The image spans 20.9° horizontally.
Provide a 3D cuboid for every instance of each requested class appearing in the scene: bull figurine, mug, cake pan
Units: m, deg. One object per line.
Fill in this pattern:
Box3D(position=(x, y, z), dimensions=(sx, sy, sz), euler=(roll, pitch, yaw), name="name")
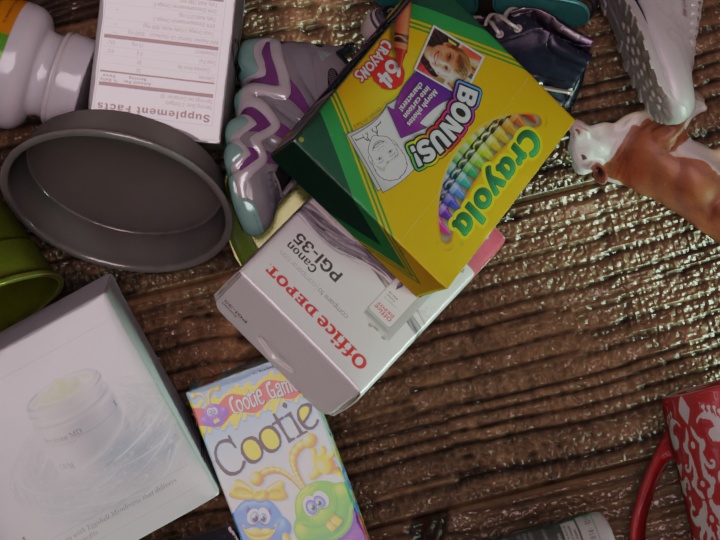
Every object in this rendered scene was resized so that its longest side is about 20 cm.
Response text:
Box3D(position=(0.280, -0.098, 1.701), dimensions=(0.200, 0.065, 0.121), euler=(32, 116, -7), name="bull figurine")
Box3D(position=(0.317, 0.197, 1.681), dimensions=(0.177, 0.133, 0.200), euler=(-15, 87, -3), name="mug")
Box3D(position=(-0.203, -0.069, 1.648), dimensions=(0.200, 0.200, 0.037), euler=(11, 57, -1), name="cake pan")

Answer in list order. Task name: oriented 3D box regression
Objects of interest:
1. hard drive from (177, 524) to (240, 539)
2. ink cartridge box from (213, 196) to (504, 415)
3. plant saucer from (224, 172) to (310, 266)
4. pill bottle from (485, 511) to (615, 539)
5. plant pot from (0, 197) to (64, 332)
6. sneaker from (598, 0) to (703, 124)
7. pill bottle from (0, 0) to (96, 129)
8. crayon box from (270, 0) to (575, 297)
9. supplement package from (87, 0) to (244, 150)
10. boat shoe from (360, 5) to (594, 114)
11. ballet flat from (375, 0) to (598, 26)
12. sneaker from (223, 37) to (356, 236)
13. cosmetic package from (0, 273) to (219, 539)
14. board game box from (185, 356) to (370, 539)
Box3D(position=(-0.134, 0.328, 1.702), dimensions=(0.135, 0.042, 0.200), euler=(-17, 93, 11), name="hard drive")
Box3D(position=(0.000, 0.000, 1.628), dimensions=(0.147, 0.083, 0.200), euler=(45, 64, -2), name="ink cartridge box")
Box3D(position=(-0.022, -0.058, 1.719), dimensions=(0.200, 0.031, 0.200), euler=(0, 90, -2), name="plant saucer")
Box3D(position=(0.128, 0.286, 1.684), dimensions=(0.200, 0.113, 0.113), euler=(-14, 91, -1), name="pill bottle")
Box3D(position=(-0.383, -0.030, 1.643), dimensions=(0.200, 0.200, 0.193), euler=(-29, 81, -1), name="plant pot")
Box3D(position=(0.260, -0.213, 1.668), dimensions=(0.080, 0.076, 0.200), euler=(-8, 58, -8), name="sneaker")
Box3D(position=(-0.329, -0.186, 1.671), dimensions=(0.200, 0.111, 0.111), euler=(17, 90, -1), name="pill bottle")
Box3D(position=(0.054, -0.109, 1.593), dimensions=(0.173, 0.058, 0.200), euler=(43, 65, -10), name="crayon box")
Box3D(position=(-0.162, -0.209, 1.672), dimensions=(0.117, 0.117, 0.200), euler=(6, 91, -1), name="supplement package")
Box3D(position=(0.106, -0.200, 1.684), dimensions=(0.200, 0.075, 0.093), euler=(24, 123, -9), name="boat shoe")
Box3D(position=(0.110, -0.256, 1.708), dimensions=(0.200, 0.073, 0.073), euler=(6, 90, 5), name="ballet flat")
Box3D(position=(-0.037, -0.119, 1.633), dimensions=(0.140, 0.078, 0.200), euler=(-3, 57, 9), name="sneaker")
Box3D(position=(-0.253, 0.141, 1.659), dimensions=(0.199, 0.123, 0.200), euler=(-29, 98, -1), name="cosmetic package")
Box3D(position=(-0.066, 0.177, 1.683), dimensions=(0.103, 0.105, 0.200), euler=(-21, 92, -2), name="board game box")
